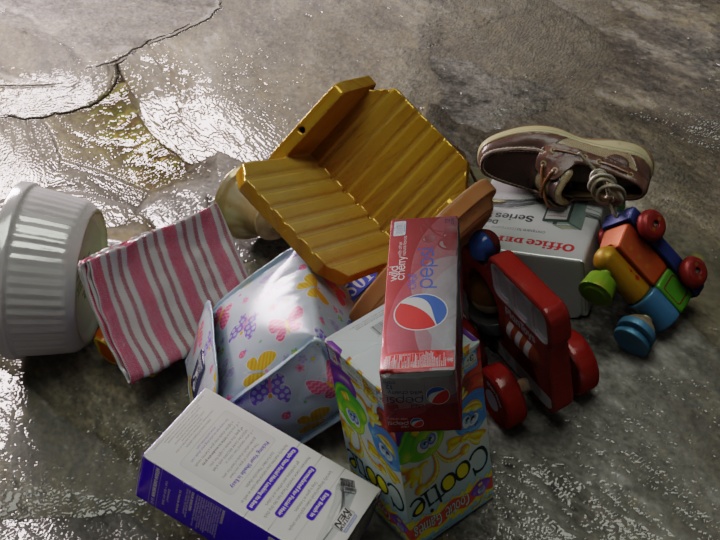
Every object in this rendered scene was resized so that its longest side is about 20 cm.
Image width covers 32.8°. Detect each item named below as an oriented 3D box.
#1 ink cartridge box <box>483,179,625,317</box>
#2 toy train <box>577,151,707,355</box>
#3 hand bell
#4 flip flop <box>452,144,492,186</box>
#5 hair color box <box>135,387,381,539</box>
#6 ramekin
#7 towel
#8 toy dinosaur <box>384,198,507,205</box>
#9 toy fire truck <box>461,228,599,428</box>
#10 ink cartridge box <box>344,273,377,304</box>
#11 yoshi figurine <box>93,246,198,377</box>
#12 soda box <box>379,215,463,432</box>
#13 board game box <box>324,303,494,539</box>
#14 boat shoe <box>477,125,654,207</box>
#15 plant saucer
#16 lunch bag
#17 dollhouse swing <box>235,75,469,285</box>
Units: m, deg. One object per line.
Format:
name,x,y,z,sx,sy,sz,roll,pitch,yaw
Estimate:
ink cartridge box,0.214,-0.050,1.414,0.144,0.085,0.201,7,43,21
toy train,0.265,-0.014,1.290,0.116,0.200,0.084,-51,13,-27
hand bell,-0.086,-0.048,1.453,0.103,0.105,0.200,-28,37,-20
flip flop,0.098,-0.138,1.568,0.081,0.058,0.199,-34,44,-26
hair color box,-0.094,0.205,1.127,0.198,0.065,0.109,27,41,13
ramekin,-0.352,0.004,1.406,0.093,0.204,0.204,6,40,0
towel,-0.206,0.022,1.365,0.199,0.148,0.030,-27,6,-37
toy dinosaur,0.072,-0.094,1.430,0.101,0.058,0.199,-44,33,-14
toy fire truck,0.156,0.046,1.245,0.111,0.169,0.200,-22,40,-14
ink cartridge box,0.000,0.000,1.437,0.093,0.045,0.200,21,49,35
yoshi figurine,-0.220,0.032,1.435,0.112,0.112,0.201,-25,31,58
soda box,0.054,0.041,1.033,0.063,0.071,0.201,-2,39,8
board game box,0.049,0.139,1.132,0.104,0.202,0.103,-29,42,-23
boat shoe,0.223,-0.108,1.361,0.197,0.073,0.072,9,42,13
plant saucer,0.069,-0.012,1.254,0.032,0.201,0.200,45,59,7
lunch bag,-0.102,0.098,1.269,0.199,0.127,0.170,-35,35,17
dollhouse swing,-0.002,-0.102,1.323,0.182,0.176,0.200,-46,76,10
